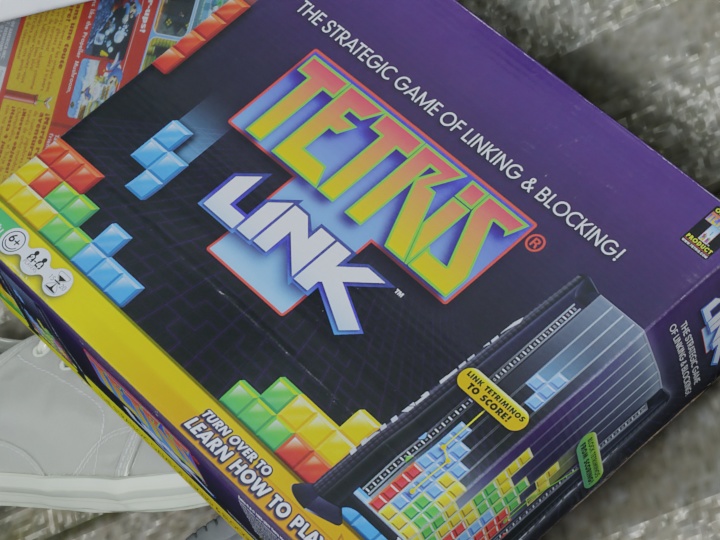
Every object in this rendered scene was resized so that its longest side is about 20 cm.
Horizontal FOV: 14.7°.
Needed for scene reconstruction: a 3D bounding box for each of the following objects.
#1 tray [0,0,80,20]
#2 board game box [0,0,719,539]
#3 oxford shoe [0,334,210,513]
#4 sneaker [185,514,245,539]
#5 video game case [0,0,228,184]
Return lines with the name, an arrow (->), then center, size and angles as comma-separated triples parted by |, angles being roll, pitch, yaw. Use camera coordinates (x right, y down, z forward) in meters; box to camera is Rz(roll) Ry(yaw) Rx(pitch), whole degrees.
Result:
tray -> -0.063, -0.154, 0.978 | 0.199, 0.022, 0.108 | -10, 62, 28
board game box -> 0.000, 0.000, 0.859 | 0.165, 0.057, 0.200 | -41, 56, -13
oxford shoe -> -0.079, 0.044, 0.926 | 0.200, 0.075, 0.058 | -2, 103, 36
sneaker -> -0.059, 0.170, 0.897 | 0.200, 0.060, 0.104 | -45, 59, 21
video game case -> -0.111, -0.061, 1.012 | 0.200, 0.017, 0.143 | 13, 85, 35
